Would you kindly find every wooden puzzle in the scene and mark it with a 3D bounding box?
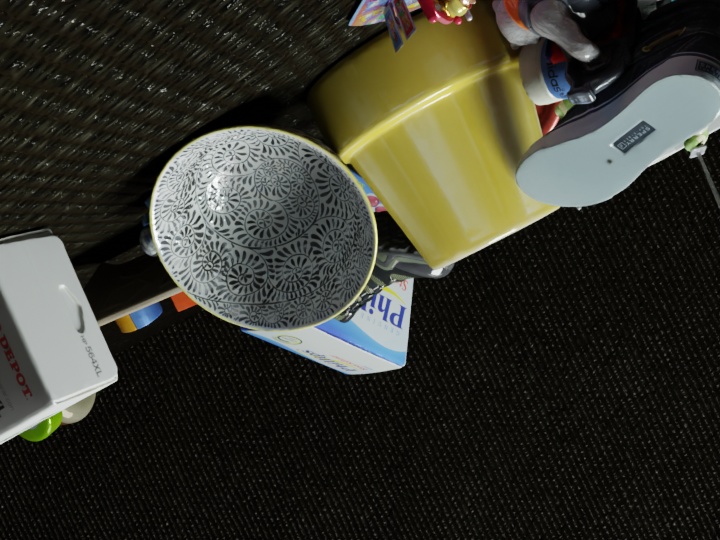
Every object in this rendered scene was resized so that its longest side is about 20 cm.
[{"bbox_3d":[-0.216,0.009,1.087,0.197,0.047,0.186,-18,-159,5],"label":"wooden puzzle"}]

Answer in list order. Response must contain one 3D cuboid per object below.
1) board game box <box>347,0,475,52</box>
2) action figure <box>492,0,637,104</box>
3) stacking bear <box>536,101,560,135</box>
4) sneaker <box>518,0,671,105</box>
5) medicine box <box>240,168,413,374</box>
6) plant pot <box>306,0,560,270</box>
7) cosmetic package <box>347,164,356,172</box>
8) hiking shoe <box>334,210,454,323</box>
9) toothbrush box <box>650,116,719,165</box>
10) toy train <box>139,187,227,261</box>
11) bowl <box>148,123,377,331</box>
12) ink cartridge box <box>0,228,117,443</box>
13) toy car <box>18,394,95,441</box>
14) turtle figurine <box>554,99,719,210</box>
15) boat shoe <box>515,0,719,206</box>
[{"bbox_3d":[0.081,-0.199,0.630,0.157,0.039,0.200,-27,180,-16],"label":"board game box"},{"bbox_3d":[0.174,-0.230,0.681,0.192,0.104,0.202,-31,-146,36],"label":"action figure"},{"bbox_3d":[0.191,-0.216,1.083,0.113,0.122,0.200,-37,-176,25],"label":"stacking bear"},{"bbox_3d":[0.218,-0.214,0.805,0.110,0.077,0.200,-6,-147,40],"label":"sneaker"},{"bbox_3d":[-0.030,-0.002,1.110,0.102,0.203,0.181,-13,152,40],"label":"medicine box"},{"bbox_3d":[0.079,-0.113,0.846,0.199,0.191,0.201,-26,180,0],"label":"plant pot"},{"bbox_3d":[0.013,-0.133,1.218,0.112,0.082,0.199,-28,179,-37],"label":"cosmetic package"},{"bbox_3d":[0.000,0.000,0.951,0.197,0.102,0.076,3,-147,18],"label":"hiking shoe"},{"bbox_3d":[0.352,-0.242,1.142,0.145,0.202,0.085,-25,179,-26],"label":"toothbrush box"},{"bbox_3d":[-0.132,-0.064,0.966,0.114,0.087,0.199,-39,170,38],"label":"toy train"},{"bbox_3d":[-0.078,-0.054,0.845,0.199,0.202,0.095,-27,-156,23],"label":"bowl"},{"bbox_3d":[-0.328,0.074,0.832,0.199,0.148,0.084,-28,176,29],"label":"ink cartridge box"},{"bbox_3d":[-0.433,0.125,1.162,0.197,0.160,0.164,-15,-167,18],"label":"toy car"},{"bbox_3d":[0.261,-0.152,0.931,0.142,0.202,0.195,-13,-153,11],"label":"turtle figurine"},{"bbox_3d":[0.198,-0.121,0.714,0.200,0.070,0.092,-33,-151,54],"label":"boat shoe"}]
